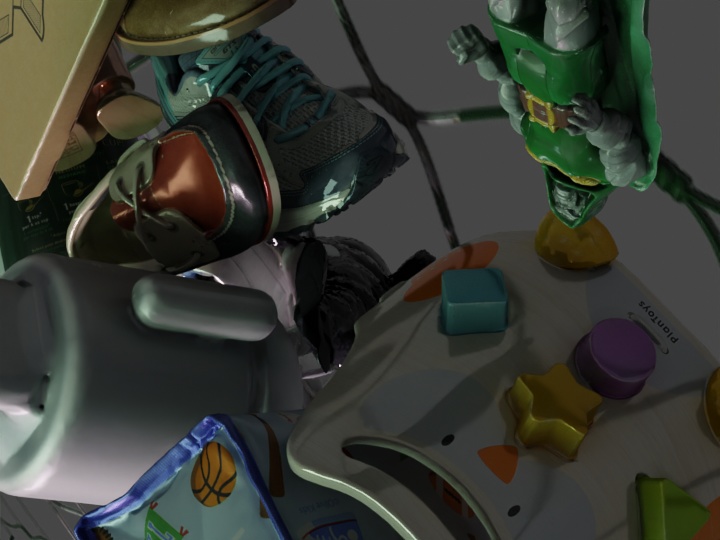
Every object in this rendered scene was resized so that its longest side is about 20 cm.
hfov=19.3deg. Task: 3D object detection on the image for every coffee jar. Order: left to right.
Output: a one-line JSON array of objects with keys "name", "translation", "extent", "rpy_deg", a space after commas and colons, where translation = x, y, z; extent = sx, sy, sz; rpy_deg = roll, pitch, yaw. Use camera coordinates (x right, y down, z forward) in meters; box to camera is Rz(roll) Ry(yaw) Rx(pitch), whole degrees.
[{"name": "coffee jar", "translation": [-0.171, -0.069, 1.196], "extent": [0.085, 0.104, 0.201], "rpy_deg": [91, 163, -61]}]

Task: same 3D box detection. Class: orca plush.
[{"name": "orca plush", "translation": [0.000, 0.000, 1.073], "extent": [0.105, 0.071, 0.200], "rpy_deg": [57, -177, 11]}]

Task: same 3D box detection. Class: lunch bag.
[{"name": "lunch bag", "translation": [0.006, 0.158, 0.888], "extent": [0.124, 0.170, 0.201], "rpy_deg": [-40, 67, 31]}]

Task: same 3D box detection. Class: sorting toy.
[{"name": "sorting toy", "translation": [0.063, 0.078, 0.872], "extent": [0.200, 0.180, 0.107], "rpy_deg": [46, 135, 11]}]

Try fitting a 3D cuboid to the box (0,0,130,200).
[{"name": "box", "translation": [-0.170, -0.161, 1.048], "extent": [0.164, 0.021, 0.200], "rpy_deg": [56, 137, 25]}]

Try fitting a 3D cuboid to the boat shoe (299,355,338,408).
[{"name": "boat shoe", "translation": [-0.023, 0.091, 1.310], "extent": [0.074, 0.065, 0.200], "rpy_deg": [56, -177, -39]}]

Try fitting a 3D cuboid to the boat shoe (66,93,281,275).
[{"name": "boat shoe", "translation": [-0.092, -0.033, 1.021], "extent": [0.200, 0.062, 0.072], "rpy_deg": [-22, 86, 68]}]

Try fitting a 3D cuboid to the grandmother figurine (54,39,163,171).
[{"name": "grandmother figurine", "translation": [-0.183, -0.150, 1.155], "extent": [0.061, 0.121, 0.201], "rpy_deg": [88, 159, -62]}]

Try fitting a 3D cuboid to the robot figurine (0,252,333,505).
[{"name": "robot figurine", "translation": [-0.110, 0.056, 1.011], "extent": [0.169, 0.199, 0.113], "rpy_deg": [-39, 52, 40]}]

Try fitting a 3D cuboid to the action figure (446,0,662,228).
[{"name": "action figure", "translation": [0.072, -0.082, 0.783], "extent": [0.118, 0.055, 0.200], "rpy_deg": [35, 160, 33]}]

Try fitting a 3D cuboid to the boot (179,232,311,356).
[{"name": "boot", "translation": [-0.068, 0.018, 1.201], "extent": [0.073, 0.096, 0.200], "rpy_deg": [19, 151, 17]}]

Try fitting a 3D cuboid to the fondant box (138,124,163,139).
[{"name": "fondant box", "translation": [-0.212, -0.045, 1.368], "extent": [0.200, 0.144, 0.058], "rpy_deg": [17, 141, 59]}]

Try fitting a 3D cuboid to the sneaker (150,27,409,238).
[{"name": "sneaker", "translation": [-0.053, -0.077, 1.044], "extent": [0.200, 0.077, 0.087], "rpy_deg": [20, 142, 57]}]

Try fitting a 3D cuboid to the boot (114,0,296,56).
[{"name": "boot", "translation": [-0.101, -0.156, 1.024], "extent": [0.200, 0.073, 0.076], "rpy_deg": [29, 142, 53]}]
